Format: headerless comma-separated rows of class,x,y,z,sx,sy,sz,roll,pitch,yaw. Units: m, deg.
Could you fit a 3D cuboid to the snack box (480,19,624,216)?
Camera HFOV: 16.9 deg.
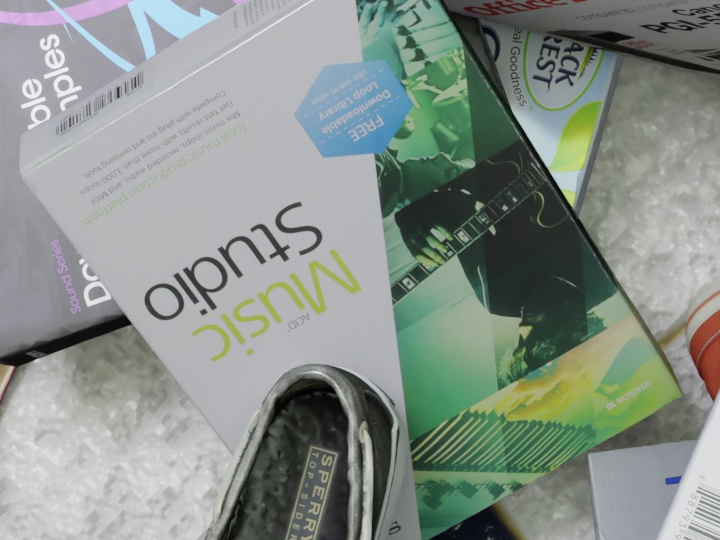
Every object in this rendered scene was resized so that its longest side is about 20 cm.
snack box,0.026,-0.089,0.893,0.142,0.053,0.201,15,84,5

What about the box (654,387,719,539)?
box,0.195,0.095,0.749,0.200,0.041,0.156,23,86,9

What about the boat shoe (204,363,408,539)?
boat shoe,-0.034,0.127,0.772,0.070,0.064,0.201,10,85,11

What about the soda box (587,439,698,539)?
soda box,0.121,0.157,0.808,0.068,0.064,0.200,-7,57,5

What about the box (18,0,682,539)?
box,0.000,0.000,0.814,0.144,0.036,0.200,-31,118,9

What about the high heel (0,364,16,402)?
high heel,-0.138,0.055,0.875,0.096,0.067,0.201,-12,79,10

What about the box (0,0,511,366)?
box,-0.055,-0.065,0.852,0.199,0.036,0.143,-20,83,4

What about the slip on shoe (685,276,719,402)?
slip on shoe,0.201,0.005,0.824,0.200,0.074,0.061,-28,51,29

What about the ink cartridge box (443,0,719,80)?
ink cartridge box,0.137,-0.111,0.801,0.199,0.147,0.083,11,86,-25
